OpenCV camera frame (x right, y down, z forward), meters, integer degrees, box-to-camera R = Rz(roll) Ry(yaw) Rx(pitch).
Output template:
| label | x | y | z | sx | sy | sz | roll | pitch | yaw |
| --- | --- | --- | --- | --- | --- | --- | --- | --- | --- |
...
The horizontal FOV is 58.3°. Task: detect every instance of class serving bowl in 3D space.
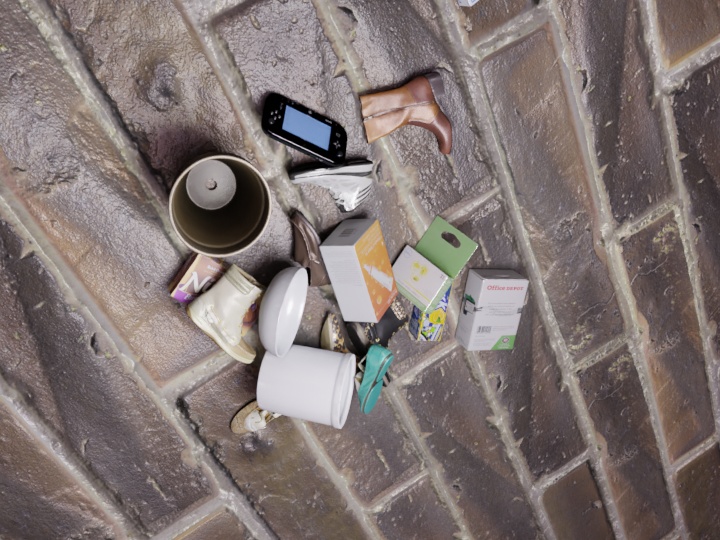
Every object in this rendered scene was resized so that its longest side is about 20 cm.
| label | x | y | z | sx | sy | sz | roll | pitch | yaw |
| --- | --- | --- | --- | --- | --- | --- | --- | --- | --- |
| serving bowl | -0.178 | 0.085 | 1.422 | 0.064 | 0.200 | 0.204 | 14 | 109 | 10 |

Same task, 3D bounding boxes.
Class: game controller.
| label | x | y | z | sx | sy | sz | roll | pitch | yaw |
| --- | --- | --- | --- | --- | --- | --- | --- | --- | --- |
| game controller | -0.115 | -0.295 | 1.356 | 0.197 | 0.042 | 0.106 | 21 | 67 | -26 |

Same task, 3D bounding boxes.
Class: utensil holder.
| label | x | y | z | sx | sy | sz | roll | pitch | yaw |
| --- | --- | --- | --- | --- | --- | --- | --- | --- | --- |
| utensil holder | -0.123 | 0.260 | 1.497 | 0.195 | 0.170 | 0.174 | 10 | 111 | 10 |

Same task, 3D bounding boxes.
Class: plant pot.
| label | x | y | z | sx | sy | sz | roll | pitch | yaw |
| --- | --- | --- | --- | --- | --- | --- | --- | --- | --- |
| plant pot | -0.291 | -0.150 | 1.296 | 0.196 | 0.174 | 0.204 | -8 | 114 | -18 |

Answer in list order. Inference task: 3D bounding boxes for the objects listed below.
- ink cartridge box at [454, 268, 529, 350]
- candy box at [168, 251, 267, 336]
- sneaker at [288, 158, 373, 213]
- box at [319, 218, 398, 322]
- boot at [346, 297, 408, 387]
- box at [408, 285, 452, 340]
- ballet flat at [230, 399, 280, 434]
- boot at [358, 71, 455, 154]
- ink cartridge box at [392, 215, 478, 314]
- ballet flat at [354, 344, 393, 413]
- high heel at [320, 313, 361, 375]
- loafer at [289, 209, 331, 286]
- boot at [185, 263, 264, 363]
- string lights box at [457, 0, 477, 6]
| label | x | y | z | sx | sy | sz | roll | pitch | yaw |
| --- | --- | --- | --- | --- | --- | --- | --- | --- | --- |
| ink cartridge box | 0.344 | 0.102 | 1.697 | 0.143 | 0.084 | 0.204 | 1 | 111 | -22 |
| candy box | -0.311 | 0.047 | 1.437 | 0.199 | 0.057 | 0.117 | 35 | 96 | -31 |
| sneaker | -0.062 | -0.179 | 1.428 | 0.196 | 0.076 | 0.118 | -8 | 112 | -21 |
| box | 0.000 | 0.000 | 1.484 | 0.125 | 0.096 | 0.203 | -50 | 132 | -46 |
| boot | 0.061 | 0.172 | 1.600 | 0.150 | 0.073 | 0.202 | -39 | 113 | -26 |
| box | 0.181 | 0.074 | 1.634 | 0.069 | 0.064 | 0.204 | 2 | 111 | -22 |
| ballet flat | -0.232 | 0.346 | 1.586 | 0.199 | 0.065 | 0.071 | -37 | 121 | -3 |
| boot | 0.106 | -0.323 | 1.439 | 0.197 | 0.069 | 0.191 | -22 | 118 | -10 |
| ink cartridge box | 0.168 | -0.019 | 1.545 | 0.202 | 0.145 | 0.048 | -57 | 147 | 9 |
| ballet flat | 0.023 | 0.250 | 1.531 | 0.067 | 0.070 | 0.203 | -29 | 146 | -46 |
| high heel | -0.026 | 0.186 | 1.609 | 0.140 | 0.071 | 0.204 | -14 | 113 | -28 |
| loafer | -0.120 | -0.040 | 1.464 | 0.070 | 0.073 | 0.203 | -27 | 118 | -10 |
| boot | -0.261 | 0.097 | 1.408 | 0.155 | 0.072 | 0.200 | -44 | 120 | -2 |
| string lights box | 0.278 | -0.666 | 1.368 | 0.199 | 0.059 | 0.103 | -38 | 121 | -2 |
